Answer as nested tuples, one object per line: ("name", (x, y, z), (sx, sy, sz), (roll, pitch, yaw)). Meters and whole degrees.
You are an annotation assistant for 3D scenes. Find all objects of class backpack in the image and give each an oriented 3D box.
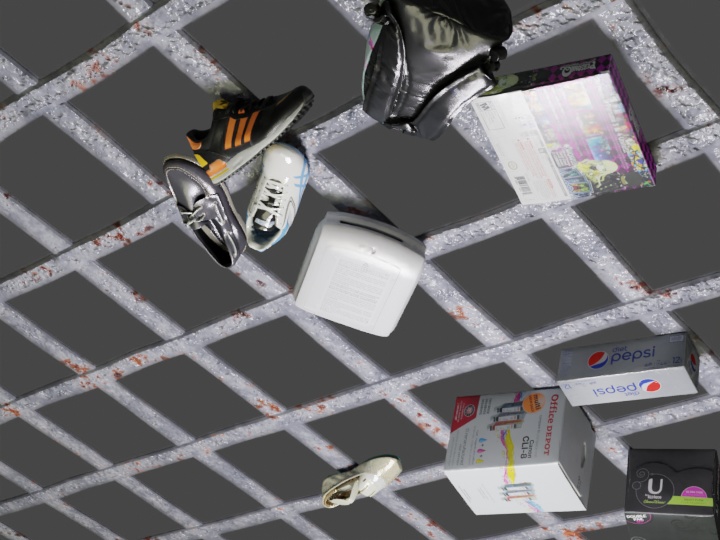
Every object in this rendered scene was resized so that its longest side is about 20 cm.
("backpack", (0.080, -0.245, 1.518), (0.166, 0.127, 0.201), (28, 144, 2))

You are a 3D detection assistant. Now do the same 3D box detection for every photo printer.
("photo printer", (0.000, 0.000, 1.908), (0.165, 0.070, 0.201), (18, 143, -3))

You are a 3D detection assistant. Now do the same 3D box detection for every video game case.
("video game case", (0.250, -0.167, 1.631), (0.179, 0.036, 0.201), (-7, 138, 28))

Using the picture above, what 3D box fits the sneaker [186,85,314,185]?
("sneaker", (-0.149, -0.193, 1.715), (0.199, 0.070, 0.090), (-35, 99, 35))

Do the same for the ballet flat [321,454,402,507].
("ballet flat", (0.002, 0.390, 2.417), (0.067, 0.063, 0.199), (35, 139, -25))

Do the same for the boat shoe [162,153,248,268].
("boat shoe", (-0.221, -0.082, 1.886), (0.072, 0.063, 0.201), (-6, 138, 27))

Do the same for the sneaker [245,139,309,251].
("sneaker", (-0.116, -0.100, 1.820), (0.071, 0.073, 0.201), (18, 142, -1))

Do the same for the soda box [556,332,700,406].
("soda box", (0.394, 0.147, 1.962), (0.198, 0.064, 0.068), (-11, 135, 30))

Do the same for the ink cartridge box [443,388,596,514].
("ink cartridge box", (0.258, 0.290, 2.127), (0.198, 0.146, 0.145), (-8, 137, 27))

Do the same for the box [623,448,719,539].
("box", (0.520, 0.397, 2.189), (0.147, 0.125, 0.201), (-2, 139, 19))
